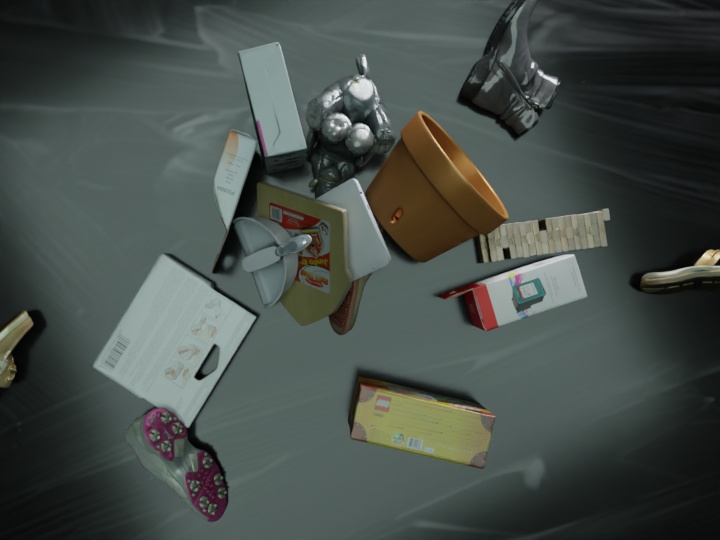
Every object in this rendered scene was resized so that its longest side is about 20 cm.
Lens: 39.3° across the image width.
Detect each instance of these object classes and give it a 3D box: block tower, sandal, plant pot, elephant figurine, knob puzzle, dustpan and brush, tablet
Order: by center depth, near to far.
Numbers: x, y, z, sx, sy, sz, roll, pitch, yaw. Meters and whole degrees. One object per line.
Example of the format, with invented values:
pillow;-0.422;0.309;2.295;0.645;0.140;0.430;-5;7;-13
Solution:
dustpan and brush;-0.121;-0.025;1.451;0.057;0.198;0.142;-22;92;-46
plant pot;0.100;-0.109;1.464;0.140;0.200;0.201;-39;91;15
tablet;-0.044;-0.041;1.469;0.014;0.199;0.132;-23;90;-44
knob puzzle;-0.080;-0.016;1.482;0.030;0.218;0.223;-23;90;-44
elephant figurine;-0.034;-0.182;1.494;0.154;0.201;0.142;-30;73;-27
block tower;0.277;-0.051;1.527;0.196;0.054;0.059;-10;91;-1
sandal;0.521;-0.002;1.531;0.196;0.081;0.055;-5;68;3

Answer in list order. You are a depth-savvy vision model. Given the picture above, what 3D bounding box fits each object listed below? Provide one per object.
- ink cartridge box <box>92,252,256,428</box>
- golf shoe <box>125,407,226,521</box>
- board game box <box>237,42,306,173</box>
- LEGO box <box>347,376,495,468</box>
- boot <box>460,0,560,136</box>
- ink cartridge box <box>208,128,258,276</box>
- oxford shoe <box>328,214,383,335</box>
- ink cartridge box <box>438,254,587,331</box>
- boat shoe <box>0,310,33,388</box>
ink cartridge box;-0.276;0.104;1.516;0.172;0.044;0.202;32;89;-2
golf shoe;-0.275;0.293;1.510;0.091;0.075;0.202;-18;110;40
board game box;-0.125;-0.226;1.443;0.063;0.200;0.150;-14;90;-3
LEGO box;0.085;0.219;1.473;0.196;0.149;0.079;13;89;-2
boot;0.250;-0.316;1.528;0.130;0.070;0.202;29;100;-4
ink cartridge box;-0.202;-0.097;1.460;0.049;0.162;0.203;21;89;-8
oxford shoe;0.000;0.000;1.512;0.073;0.070;0.203;0;109;-38
ink cartridge box;0.221;0.038;1.494;0.197;0.116;0.068;-18;91;-1
boat shoe;-0.547;0.150;1.501;0.066;0.074;0.201;40;90;-14
